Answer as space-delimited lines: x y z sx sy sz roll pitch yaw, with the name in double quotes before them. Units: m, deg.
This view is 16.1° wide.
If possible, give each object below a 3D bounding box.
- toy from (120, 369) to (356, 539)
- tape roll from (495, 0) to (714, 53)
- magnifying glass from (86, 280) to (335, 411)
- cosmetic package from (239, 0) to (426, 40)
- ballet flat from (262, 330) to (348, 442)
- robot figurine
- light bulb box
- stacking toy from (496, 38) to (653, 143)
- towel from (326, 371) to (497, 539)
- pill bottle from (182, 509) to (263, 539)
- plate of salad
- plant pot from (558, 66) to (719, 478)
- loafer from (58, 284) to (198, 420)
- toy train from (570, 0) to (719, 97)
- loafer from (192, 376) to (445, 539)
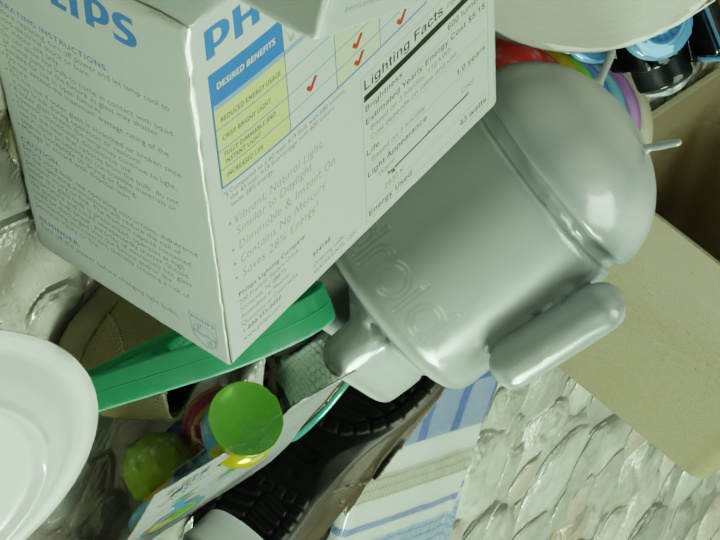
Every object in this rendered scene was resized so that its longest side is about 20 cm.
"toy" -0.079 0.088 1.265 0.115 0.047 0.200 -32 176 -21
"tape roll" 0.103 -0.205 1.216 0.201 0.037 0.205 -4 101 -19
"magnifying glass" -0.105 0.049 1.133 0.199 0.023 0.080 -20 -171 -6
"cosmetic package" -0.035 -0.221 0.893 0.123 0.199 0.201 -26 139 -49
"ballet flat" 0.000 0.000 1.331 0.071 0.069 0.200 38 105 -24
"robot figurine" 0.061 -0.022 1.234 0.200 0.170 0.113 -39 153 9
"light bulb box" -0.046 -0.109 1.080 0.198 0.124 0.201 -45 150 -30
"stacking toy" 0.097 -0.091 1.404 0.086 0.085 0.200 -62 158 4
"towel" 0.020 0.151 1.601 0.146 0.024 0.201 -14 126 -55
"pill bottle" -0.116 0.219 1.289 0.200 0.108 0.109 -44 151 -19
"plate of salad" -0.203 0.086 1.054 0.199 0.048 0.201 -24 148 -17
"plant pot" 0.241 0.014 1.698 0.199 0.200 0.178 -32 155 -46
"loafer" -0.064 -0.004 1.224 0.201 0.067 0.076 -54 155 -13
"toy train" 0.141 -0.193 1.303 0.114 0.087 0.201 -30 106 -22
"loafer" -0.020 0.096 1.425 0.200 0.073 0.071 -45 160 -19
